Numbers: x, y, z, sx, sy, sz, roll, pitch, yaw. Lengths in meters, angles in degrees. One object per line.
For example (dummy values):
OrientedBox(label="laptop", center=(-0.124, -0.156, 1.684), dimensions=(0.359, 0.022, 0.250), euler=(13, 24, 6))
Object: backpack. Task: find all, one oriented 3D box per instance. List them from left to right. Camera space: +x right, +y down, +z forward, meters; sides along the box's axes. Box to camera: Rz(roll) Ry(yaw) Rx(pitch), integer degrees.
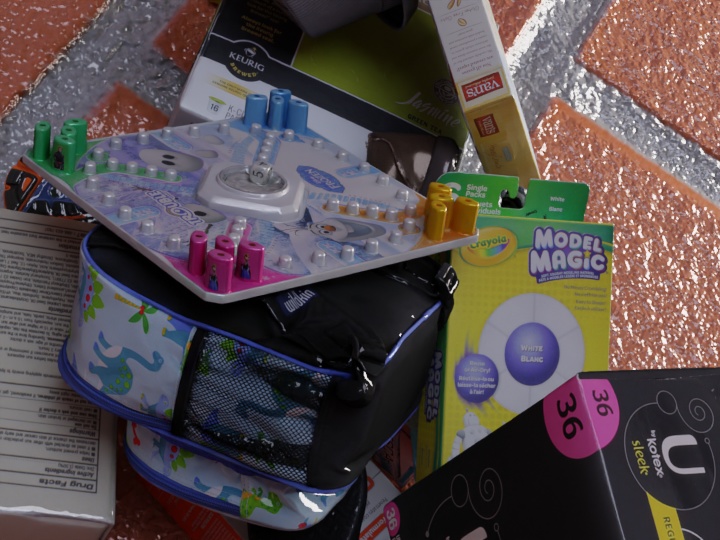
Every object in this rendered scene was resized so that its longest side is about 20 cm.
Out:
OrientedBox(label="backpack", center=(-0.069, 0.047, 0.914), dimensions=(0.198, 0.148, 0.183), euler=(22, 23, 12))

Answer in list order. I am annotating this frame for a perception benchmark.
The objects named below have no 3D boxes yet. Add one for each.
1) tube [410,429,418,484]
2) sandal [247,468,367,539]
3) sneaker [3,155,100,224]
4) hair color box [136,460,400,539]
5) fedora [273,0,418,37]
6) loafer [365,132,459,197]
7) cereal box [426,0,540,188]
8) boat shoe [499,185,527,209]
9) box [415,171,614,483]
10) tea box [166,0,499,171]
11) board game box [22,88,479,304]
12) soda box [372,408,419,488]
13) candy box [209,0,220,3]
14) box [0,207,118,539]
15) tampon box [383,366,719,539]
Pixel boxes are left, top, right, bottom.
OrientedBox(label="tube", center=(0.116, 0.155, 1.075), dimensions=(0.198, 0.050, 0.078), euler=(11, 59, -35))
OrientedBox(label="sandal", center=(-0.028, 0.186, 0.950), dimensions=(0.074, 0.045, 0.202), euler=(-10, 52, 13))
OrientedBox(label="sneaker", center=(-0.138, -0.040, 1.076), dimensions=(0.197, 0.079, 0.076), euler=(12, 76, 1))
OrientedBox(label="hair color box", center=(-0.037, 0.166, 1.031), dimensions=(0.200, 0.064, 0.111), euler=(47, 55, 9))
OrientedBox(label="fedora", center=(-0.040, -0.233, 1.037), dimensions=(0.090, 0.201, 0.177), euler=(-29, 45, -6))
OrientedBox(label="loafer", center=(0.000, 0.000, 1.030), dimensions=(0.070, 0.073, 0.202), euler=(21, 87, 3))
OrientedBox(label="cereal box", center=(0.070, -0.165, 1.058), dimensions=(0.039, 0.144, 0.202), euler=(-17, 67, 8))
OrientedBox(label="boat shoe", center=(0.093, 0.044, 1.043), dimensions=(0.070, 0.091, 0.202), euler=(5, 60, -31))
OrientedBox(label="box", center=(0.098, 0.041, 0.989), dimensions=(0.116, 0.048, 0.203), euler=(3, 87, -20))
OrientedBox(label="tea box", center=(-0.028, -0.116, 1.151), dimensions=(0.198, 0.134, 0.198), euler=(24, 57, -8))
OrientedBox(label="board game box", center=(-0.062, -0.052, 0.922), dimensions=(0.199, 0.026, 0.199), euler=(-13, 34, -40))
OrientedBox(label="soda box", center=(0.078, 0.063, 1.132), dimensions=(0.064, 0.068, 0.200), euler=(45, 56, 7))
OrientedBox(label="candy box", center=(-0.017, -0.226, 1.283), dimensions=(0.198, 0.026, 0.103), euler=(20, 53, -11))
OrientedBox(label="box", center=(-0.220, 0.075, 0.980), dimensions=(0.126, 0.109, 0.202), euler=(9, 59, -19))
OrientedBox(label="tampon box", center=(0.125, 0.158, 0.838), dimensions=(0.125, 0.200, 0.151), euler=(0, 64, -31))
